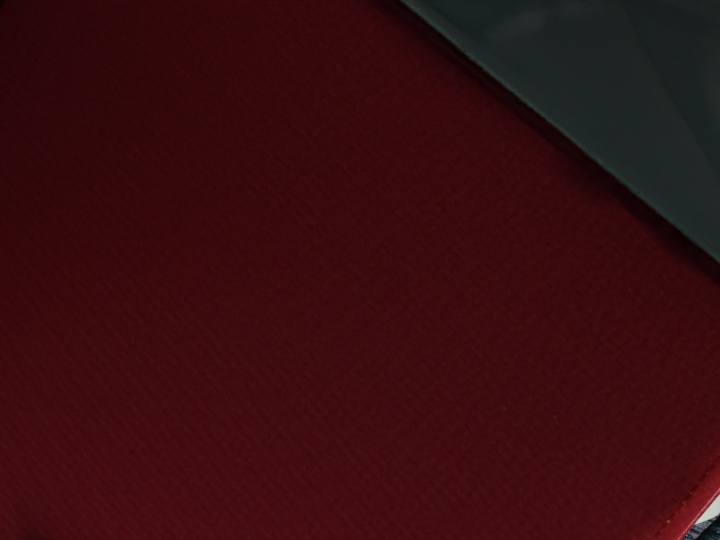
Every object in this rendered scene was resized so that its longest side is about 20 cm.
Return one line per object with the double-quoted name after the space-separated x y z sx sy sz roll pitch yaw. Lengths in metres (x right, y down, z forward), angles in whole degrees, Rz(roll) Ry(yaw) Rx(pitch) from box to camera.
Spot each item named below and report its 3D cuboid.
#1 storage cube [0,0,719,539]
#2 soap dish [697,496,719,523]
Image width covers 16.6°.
0.006 0.001 0.557 0.180 0.200 0.171 -54 169 28 "storage cube"
0.097 0.077 1.181 0.156 0.082 0.200 -15 158 1 "soap dish"
